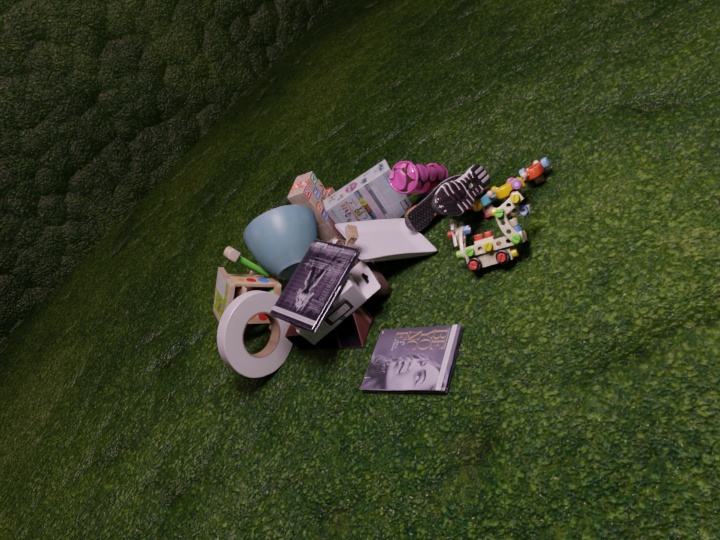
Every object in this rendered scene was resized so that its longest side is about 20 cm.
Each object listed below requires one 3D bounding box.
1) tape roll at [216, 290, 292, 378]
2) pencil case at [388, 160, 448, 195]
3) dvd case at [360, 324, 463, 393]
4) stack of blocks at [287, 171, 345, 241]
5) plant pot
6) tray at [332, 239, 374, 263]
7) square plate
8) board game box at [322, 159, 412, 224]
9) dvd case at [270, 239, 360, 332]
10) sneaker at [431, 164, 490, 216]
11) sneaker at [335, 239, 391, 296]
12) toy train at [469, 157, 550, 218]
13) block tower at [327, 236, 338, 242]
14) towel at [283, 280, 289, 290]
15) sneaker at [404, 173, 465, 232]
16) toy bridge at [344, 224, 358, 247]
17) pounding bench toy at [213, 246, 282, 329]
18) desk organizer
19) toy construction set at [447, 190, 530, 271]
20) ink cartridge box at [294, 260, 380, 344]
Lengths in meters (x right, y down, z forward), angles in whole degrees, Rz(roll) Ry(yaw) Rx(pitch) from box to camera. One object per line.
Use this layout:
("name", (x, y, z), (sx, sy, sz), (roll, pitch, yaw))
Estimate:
("tape roll", (-0.242, 0.149, 1.313), (0.037, 0.203, 0.204), (6, 54, 47))
("pencil case", (0.144, -0.233, 1.398), (0.093, 0.199, 0.092), (29, 109, 24))
("dvd case", (0.102, 0.178, 1.120), (0.198, 0.016, 0.150), (-8, 45, 37))
("stack of blocks", (-0.109, -0.177, 1.553), (0.058, 0.200, 0.116), (-13, 42, 32))
("plant pot", (-0.191, -0.057, 1.448), (0.198, 0.200, 0.136), (-29, 68, 15))
("tray", (-0.017, -0.006, 1.397), (0.105, 0.022, 0.202), (7, 39, -10))
("square plate", (0.057, -0.073, 1.355), (0.197, 0.029, 0.199), (-7, 31, -19))
("board game box", (0.022, -0.175, 1.476), (0.198, 0.148, 0.065), (-32, 36, 8))
("dvd case", (-0.099, 0.028, 1.211), (0.147, 0.016, 0.202), (14, 67, 43))
("sneaker", (0.206, -0.158, 1.257), (0.199, 0.076, 0.115), (-35, 0, -36))
("sneaker", (0.000, 0.000, 1.341), (0.071, 0.075, 0.200), (-56, 46, 19))
("toy train", (0.340, -0.182, 1.277), (0.198, 0.056, 0.150), (-25, 9, 37))
("block tower", (-0.067, -0.001, 1.445), (0.057, 0.054, 0.202), (-26, 37, 19))
("towel", (-0.151, 0.048, 1.468), (0.148, 0.036, 0.201), (-36, 32, 23))
("sneaker", (0.191, -0.179, 1.384), (0.199, 0.070, 0.090), (-36, 16, 12))
("toy bridge", (-0.060, -0.021, 1.319), (0.200, 0.027, 0.068), (-50, 42, 42))
("pounding bench toy", (-0.285, 0.039, 1.454), (0.124, 0.154, 0.203), (37, 121, 55))
("desk organizer", (-0.075, 0.132, 1.290), (0.198, 0.072, 0.078), (-10, 46, 36))
("toy construction set", (0.264, -0.075, 1.160), (0.198, 0.133, 0.091), (-15, 2, 44))
("ink cartridge box", (-0.065, 0.053, 1.239), (0.199, 0.068, 0.116), (-40, 42, 6))
